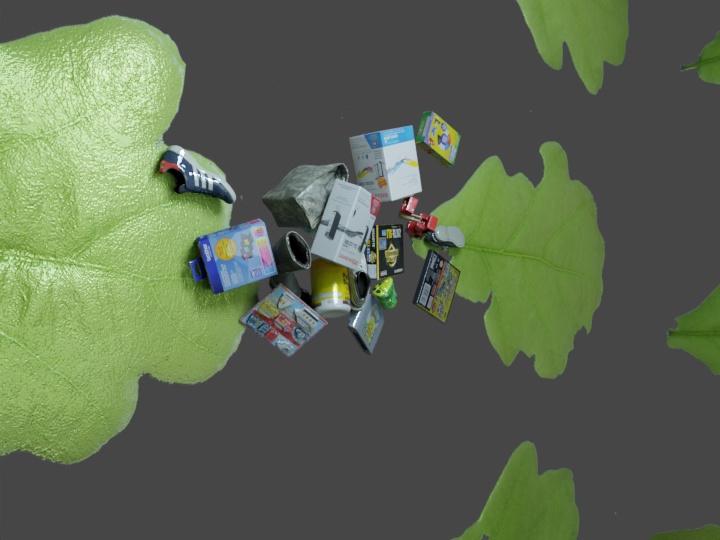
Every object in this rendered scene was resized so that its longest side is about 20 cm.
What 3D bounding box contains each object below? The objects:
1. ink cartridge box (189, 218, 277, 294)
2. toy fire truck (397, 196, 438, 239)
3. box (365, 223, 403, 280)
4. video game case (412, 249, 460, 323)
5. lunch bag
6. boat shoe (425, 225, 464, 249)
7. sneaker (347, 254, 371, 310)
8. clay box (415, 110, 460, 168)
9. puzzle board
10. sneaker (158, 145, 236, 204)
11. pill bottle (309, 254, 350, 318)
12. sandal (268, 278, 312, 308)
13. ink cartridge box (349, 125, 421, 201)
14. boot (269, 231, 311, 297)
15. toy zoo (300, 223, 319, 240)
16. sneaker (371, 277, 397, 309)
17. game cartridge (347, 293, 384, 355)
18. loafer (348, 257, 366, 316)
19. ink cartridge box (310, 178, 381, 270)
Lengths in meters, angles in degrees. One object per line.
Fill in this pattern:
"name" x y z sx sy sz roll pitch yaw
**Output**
"ink cartridge box" -0.317 -0.030 1.458 0.196 0.076 0.139 -18 106 -15
"toy fire truck" 0.170 -0.163 1.887 0.139 0.200 0.050 26 76 -12
"box" 0.076 -0.061 1.837 0.199 0.048 0.164 -10 98 -63
"video game case" 0.269 0.058 2.084 0.180 0.025 0.204 32 70 -40
"lunch bag" -0.136 -0.210 1.587 0.201 0.162 0.119 -49 125 -28
"boat shoe" 0.298 -0.111 2.074 0.198 0.061 0.077 -1 77 -52
"sneaker" 0.000 0.000 1.686 0.074 0.116 0.205 2 68 -17
"clay box" 0.276 -0.446 2.046 0.198 0.047 0.117 25 76 -41
"puzzle board" -0.202 0.138 1.587 0.150 0.017 0.200 -40 127 9
"sneaker" -0.390 -0.203 1.412 0.199 0.074 0.086 36 67 -28
"pill bottle" -0.088 0.024 1.666 0.108 0.108 0.204 10 67 -43
"sandal" -0.174 0.077 1.649 0.200 0.045 0.076 44 62 -36
"ink cartridge box" 0.076 -0.317 1.795 0.143 0.146 0.204 -22 106 -40
"boot" -0.173 -0.006 1.522 0.073 0.198 0.183 -44 108 -33
"toy zoo" -0.090 -0.111 1.670 0.197 0.132 0.021 12 124 -41
"sneaker" 0.082 0.072 1.800 0.073 0.200 0.084 -34 86 2
"game cartridge" 0.021 0.155 1.794 0.201 0.040 0.135 62 42 -55
"loafer" -0.015 0.059 1.802 0.072 0.062 0.205 1 96 -74
"ink cartridge box" -0.037 -0.114 1.549 0.144 0.083 0.204 20 90 -64
